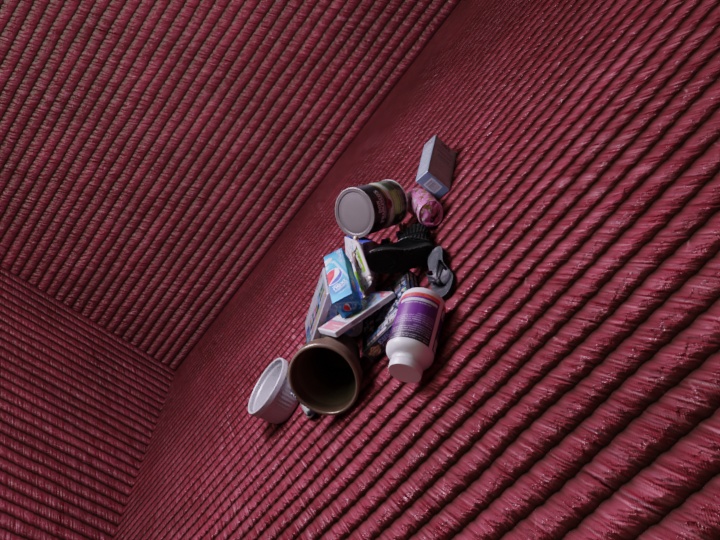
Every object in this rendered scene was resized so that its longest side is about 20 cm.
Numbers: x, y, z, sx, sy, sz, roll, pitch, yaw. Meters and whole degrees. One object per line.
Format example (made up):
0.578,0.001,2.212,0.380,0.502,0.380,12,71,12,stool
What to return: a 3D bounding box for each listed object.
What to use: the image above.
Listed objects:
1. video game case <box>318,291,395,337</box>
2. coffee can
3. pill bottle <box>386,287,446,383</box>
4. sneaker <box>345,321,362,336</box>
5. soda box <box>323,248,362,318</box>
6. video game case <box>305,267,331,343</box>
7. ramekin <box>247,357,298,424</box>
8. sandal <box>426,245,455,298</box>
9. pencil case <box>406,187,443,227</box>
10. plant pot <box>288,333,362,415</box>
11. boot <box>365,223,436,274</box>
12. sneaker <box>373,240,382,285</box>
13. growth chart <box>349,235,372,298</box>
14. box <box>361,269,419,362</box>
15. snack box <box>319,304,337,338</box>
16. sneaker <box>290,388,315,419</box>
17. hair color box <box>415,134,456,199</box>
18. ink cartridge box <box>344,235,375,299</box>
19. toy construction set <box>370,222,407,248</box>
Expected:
-0.012,0.115,1.556,0.198,0.018,0.143,-33,10,-20,video game case
0.037,-0.191,1.740,0.146,0.148,0.199,-40,-10,37,coffee can
0.123,0.147,1.301,0.112,0.112,0.202,-32,29,48,pill bottle
-0.058,0.171,1.772,0.199,0.072,0.073,-22,39,61,sneaker
-0.050,0.032,1.582,0.063,0.068,0.202,-26,39,9,soda box
-0.125,0.119,1.706,0.183,0.023,0.203,-108,35,-65,video game case
-0.267,0.396,1.854,0.200,0.104,0.201,-46,21,23,ramekin
0.193,0.003,1.465,0.076,0.048,0.202,-49,24,24,sandal
0.192,-0.194,1.757,0.082,0.087,0.200,-33,20,2,pencil case
-0.076,0.253,1.535,0.200,0.200,0.175,-46,4,23,plant pot
0.110,-0.064,1.624,0.159,0.206,0.081,-102,8,-61,boot
0.018,-0.004,1.873,0.115,0.078,0.202,-41,22,32,sneaker
0.000,-0.010,1.616,0.017,0.147,0.200,-19,-15,-11,growth chart
0.081,0.117,1.553,0.200,0.049,0.200,-47,20,21,box
-0.118,0.211,1.751,0.144,0.052,0.202,-94,20,-49,snack box
-0.169,0.367,1.692,0.078,0.085,0.200,-55,19,-1,sneaker
0.244,-0.332,1.832,0.060,0.098,0.202,-37,26,42,hair color box
0.000,0.000,1.730,0.044,0.204,0.093,-17,24,-32,ink cartridge box
0.086,-0.074,1.764,0.197,0.093,0.131,-28,1,-14,toy construction set
